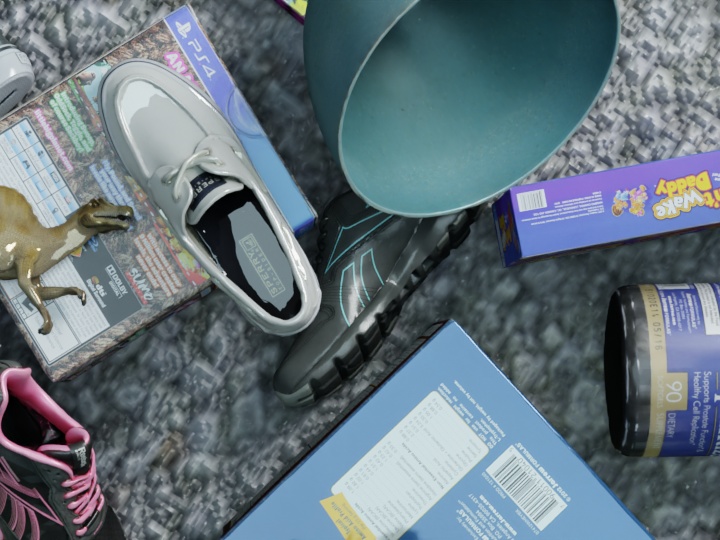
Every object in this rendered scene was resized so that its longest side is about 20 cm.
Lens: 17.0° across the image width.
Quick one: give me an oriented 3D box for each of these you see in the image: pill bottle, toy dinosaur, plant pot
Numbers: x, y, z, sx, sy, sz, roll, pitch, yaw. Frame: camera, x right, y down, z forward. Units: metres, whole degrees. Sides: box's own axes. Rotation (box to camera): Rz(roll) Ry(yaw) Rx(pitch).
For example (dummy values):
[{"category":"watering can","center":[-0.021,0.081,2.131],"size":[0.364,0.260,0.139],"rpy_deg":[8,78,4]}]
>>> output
[{"category":"pill bottle","center":[0.261,0.063,1.549],"size":[0.198,0.112,0.113],"rpy_deg":[-1,87,-1]},{"category":"toy dinosaur","center":[-0.239,-0.006,1.478],"size":[0.198,0.058,0.102],"rpy_deg":[0,72,-8]},{"category":"plant pot","center":[0.042,-0.152,1.495],"size":[0.200,0.200,0.135],"rpy_deg":[-35,53,-3]}]

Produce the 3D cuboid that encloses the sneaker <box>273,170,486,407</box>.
[{"category":"sneaker","center":[0.000,0.000,1.573],"size":[0.079,0.075,0.200],"rpy_deg":[36,79,11]}]

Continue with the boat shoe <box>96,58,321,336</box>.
[{"category":"boat shoe","center":[-0.093,-0.045,1.469],"size":[0.072,0.066,0.201],"rpy_deg":[-31,89,-3]}]

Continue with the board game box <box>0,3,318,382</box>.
[{"category":"board game box","center":[-0.151,-0.047,1.549],"size":[0.199,0.097,0.160],"rpy_deg":[-31,89,-3]}]

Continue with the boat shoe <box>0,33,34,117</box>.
[{"category":"boat shoe","center":[-0.305,-0.088,1.568],"size":[0.200,0.072,0.071],"rpy_deg":[-40,74,-8]}]

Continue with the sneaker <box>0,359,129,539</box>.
[{"category":"sneaker","center":[-0.196,0.129,1.511],"size":[0.200,0.095,0.079],"rpy_deg":[55,45,-28]}]

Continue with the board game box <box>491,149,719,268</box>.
[{"category":"board game box","center":[0.190,-0.044,1.540],"size":[0.198,0.134,0.045],"rpy_deg":[-10,88,-2]}]

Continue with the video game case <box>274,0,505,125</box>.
[{"category":"video game case","center":[0.035,-0.219,1.593],"size":[0.200,0.036,0.182],"rpy_deg":[40,87,1]}]

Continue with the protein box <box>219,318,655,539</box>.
[{"category":"protein box","center":[0.047,0.171,1.525],"size":[0.200,0.135,0.199],"rpy_deg":[-43,90,-3]}]
